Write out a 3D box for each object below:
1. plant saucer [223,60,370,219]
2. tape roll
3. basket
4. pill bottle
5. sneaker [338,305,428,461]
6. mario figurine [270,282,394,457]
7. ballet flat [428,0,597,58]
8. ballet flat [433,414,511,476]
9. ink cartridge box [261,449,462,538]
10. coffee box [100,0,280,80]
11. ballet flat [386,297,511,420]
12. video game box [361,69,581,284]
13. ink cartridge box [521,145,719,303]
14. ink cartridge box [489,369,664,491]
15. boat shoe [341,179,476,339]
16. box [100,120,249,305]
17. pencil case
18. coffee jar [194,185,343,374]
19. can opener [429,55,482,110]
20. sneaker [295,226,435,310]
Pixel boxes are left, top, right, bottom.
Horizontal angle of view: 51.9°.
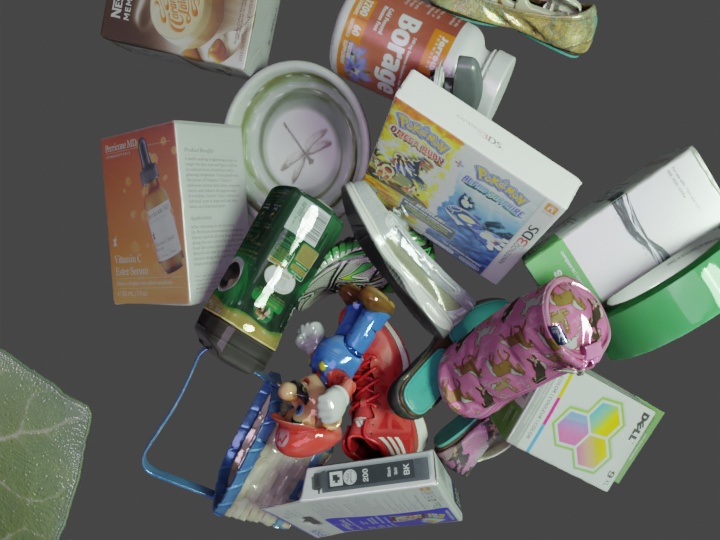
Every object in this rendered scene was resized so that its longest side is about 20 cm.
[{"bbox_3d":[-0.075,-0.149,0.908,0.194,0.050,0.207,3,99,17],"label":"plant saucer"},{"bbox_3d":[0.325,0.014,0.760,0.198,0.200,0.049,-36,86,12],"label":"tape roll"},{"bbox_3d":[-0.144,0.207,0.897,0.197,0.139,0.179,31,99,-17],"label":"basket"},{"bbox_3d":[0.071,-0.242,0.845,0.196,0.112,0.115,26,98,10],"label":"pill bottle"},{"bbox_3d":[0.012,0.142,0.873,0.077,0.115,0.204,-27,88,28],"label":"sneaker"},{"bbox_3d":[-0.043,0.105,0.813,0.104,0.124,0.204,24,76,9],"label":"mario figurine"},{"bbox_3d":[0.174,-0.305,0.838,0.195,0.071,0.072,22,98,7],"label":"ballet flat"},{"bbox_3d":[0.173,0.164,0.875,0.071,0.069,0.200,41,99,-11],"label":"ballet flat"},{"bbox_3d":[0.009,0.263,0.853,0.194,0.199,0.044,-11,60,10],"label":"ink cartridge box"},{"bbox_3d":[-0.209,-0.316,0.918,0.194,0.080,0.118,14,96,11],"label":"coffee box"},{"bbox_3d":[0.101,0.098,0.869,0.198,0.068,0.069,-35,92,-26],"label":"ballet flat"},{"bbox_3d":[0.103,-0.088,0.777,0.197,0.183,0.047,33,61,3],"label":"video game box"},{"bbox_3d":[0.276,-0.038,0.796,0.198,0.146,0.084,-36,88,13],"label":"ink cartridge box"},{"bbox_3d":[0.253,0.171,0.820,0.197,0.059,0.106,28,98,-16],"label":"ink cartridge box"},{"bbox_3d":[0.050,-0.020,0.827,0.064,0.074,0.204,-38,93,-11],"label":"boat shoe"},{"bbox_3d":[-0.223,-0.065,0.897,0.149,0.105,0.207,-3,93,38],"label":"box"},{"bbox_3d":[0.157,0.085,0.751,0.082,0.088,0.200,36,142,-9],"label":"pencil case"},{"bbox_3d":[-0.104,0.011,0.824,0.085,0.104,0.203,34,80,-26],"label":"coffee jar"},{"bbox_3d":[0.092,-0.143,0.812,0.064,0.202,0.054,10,57,7],"label":"can opener"},{"bbox_3d":[0.000,0.000,0.893,0.196,0.078,0.087,-28,88,12],"label":"sneaker"}]
